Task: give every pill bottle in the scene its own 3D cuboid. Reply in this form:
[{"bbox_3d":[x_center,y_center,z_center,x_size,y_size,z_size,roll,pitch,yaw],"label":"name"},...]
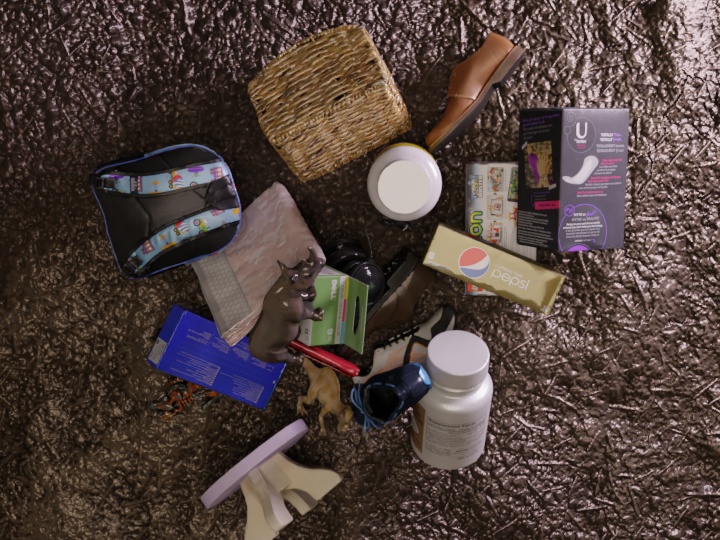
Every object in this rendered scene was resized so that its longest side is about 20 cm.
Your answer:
[{"bbox_3d":[0.134,0.188,1.520,0.114,0.114,0.200,4,132,2],"label":"pill bottle"},{"bbox_3d":[0.062,-0.126,1.469,0.104,0.200,0.104,0,99,2],"label":"pill bottle"}]

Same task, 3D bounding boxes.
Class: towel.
[{"bbox_3d":[-0.154,-0.015,1.512,0.191,0.200,0.032,-40,134,9],"label":"towel"}]

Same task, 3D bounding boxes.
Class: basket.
[{"bbox_3d":[-0.048,-0.249,1.524,0.200,0.149,0.143,-28,64,7],"label":"basket"}]

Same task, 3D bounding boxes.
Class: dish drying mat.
[{"bbox_3d":[-0.096,0.109,1.546,0.200,0.077,0.018,25,91,-5],"label":"dish drying mat"}]

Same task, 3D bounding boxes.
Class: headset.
[{"bbox_3d":[0.000,0.000,1.537,0.094,0.124,0.200,9,121,-38],"label":"headset"}]

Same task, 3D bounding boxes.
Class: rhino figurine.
[{"bbox_3d":[-0.097,0.050,1.413,0.087,0.060,0.200,-3,130,-33],"label":"rhino figurine"}]

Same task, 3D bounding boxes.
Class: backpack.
[{"bbox_3d":[-0.271,-0.096,1.521,0.200,0.135,0.183,-17,97,6],"label":"backpack"}]

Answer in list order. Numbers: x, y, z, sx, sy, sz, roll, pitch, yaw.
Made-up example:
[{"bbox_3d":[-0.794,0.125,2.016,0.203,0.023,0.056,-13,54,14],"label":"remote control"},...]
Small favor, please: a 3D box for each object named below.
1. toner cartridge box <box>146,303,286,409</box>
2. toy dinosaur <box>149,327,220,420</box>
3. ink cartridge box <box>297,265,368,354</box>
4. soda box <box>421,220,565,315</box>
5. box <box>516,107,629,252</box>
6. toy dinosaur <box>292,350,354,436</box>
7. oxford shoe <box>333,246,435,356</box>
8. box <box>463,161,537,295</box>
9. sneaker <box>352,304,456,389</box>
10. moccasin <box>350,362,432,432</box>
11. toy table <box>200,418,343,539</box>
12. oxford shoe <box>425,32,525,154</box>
[{"bbox_3d":[-0.209,0.130,1.544,0.200,0.043,0.095,28,88,-36],"label":"toner cartridge box"},{"bbox_3d":[-0.252,0.139,1.597,0.136,0.102,0.200,46,73,-19],"label":"toy dinosaur"},{"bbox_3d":[-0.068,0.047,1.504,0.059,0.200,0.104,-2,104,-32],"label":"ink cartridge box"},{"bbox_3d":[0.192,-0.004,1.514,0.200,0.068,0.064,22,99,-1],"label":"soda box"},{"bbox_3d":[0.302,-0.132,1.486,0.122,0.106,0.200,-4,100,-26],"label":"box"},{"bbox_3d":[-0.060,0.184,1.589,0.058,0.200,0.101,-11,134,-35],"label":"toy dinosaur"},{"bbox_3d":[0.038,0.066,1.569,0.084,0.073,0.200,37,106,-19],"label":"oxford shoe"},{"bbox_3d":[0.210,-0.063,1.556,0.110,0.035,0.200,1,99,3],"label":"box"},{"bbox_3d":[0.067,0.124,1.575,0.080,0.074,0.200,41,98,-2],"label":"sneaker"},{"bbox_3d":[0.026,0.183,1.497,0.068,0.200,0.081,-30,79,-34],"label":"moccasin"},{"bbox_3d":[-0.132,0.331,1.579,0.200,0.184,0.117,-43,78,20],"label":"toy table"},{"bbox_3d":[0.152,-0.259,1.516,0.071,0.071,0.200,38,90,6],"label":"oxford shoe"}]
